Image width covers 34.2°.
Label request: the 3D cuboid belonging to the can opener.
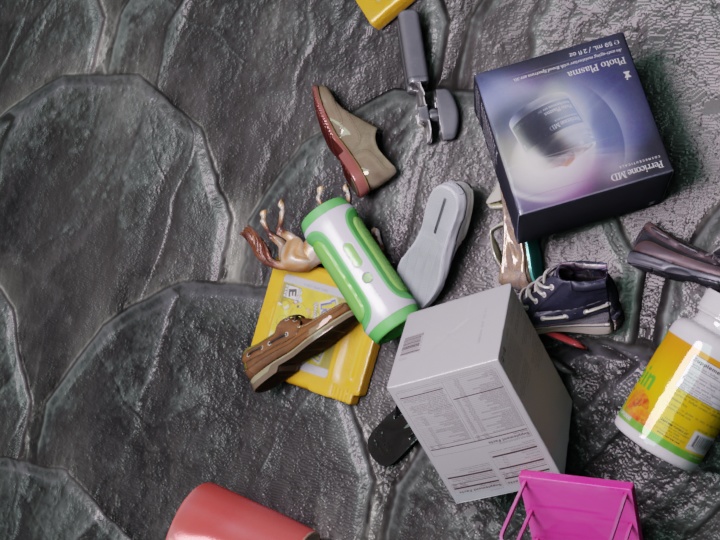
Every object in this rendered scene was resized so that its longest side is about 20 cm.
[{"bbox_3d":[0.097,-0.277,1.679,0.066,0.053,0.201,-6,76,-5],"label":"can opener"}]

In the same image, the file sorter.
[{"bbox_3d":[0.251,0.358,1.374,0.138,0.126,0.201,2,123,29],"label":"file sorter"}]

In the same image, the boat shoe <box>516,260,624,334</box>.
[{"bbox_3d":[0.233,0.031,1.496,0.199,0.093,0.075,-4,42,16],"label":"boat shoe"}]

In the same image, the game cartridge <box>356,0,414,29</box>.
[{"bbox_3d":[0.056,-0.485,1.729,0.200,0.032,0.177,-39,65,19],"label":"game cartridge"}]

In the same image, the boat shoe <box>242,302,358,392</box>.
[{"bbox_3d":[-0.092,0.094,1.665,0.200,0.072,0.068,-35,69,19],"label":"boat shoe"}]

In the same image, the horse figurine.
[{"bbox_3d":[-0.071,-0.049,1.700,0.199,0.050,0.133,-17,75,-5],"label":"horse figurine"}]

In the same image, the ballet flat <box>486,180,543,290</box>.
[{"bbox_3d":[0.203,-0.072,1.568,0.067,0.068,0.202,-8,76,35],"label":"ballet flat"}]

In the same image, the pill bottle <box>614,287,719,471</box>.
[{"bbox_3d":[0.400,0.127,1.396,0.111,0.111,0.201,33,98,29],"label":"pill bottle"}]

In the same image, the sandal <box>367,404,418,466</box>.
[{"bbox_3d":[0.079,0.190,1.601,0.200,0.045,0.075,-50,62,13],"label":"sandal"}]

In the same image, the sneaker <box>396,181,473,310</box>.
[{"bbox_3d":[0.110,-0.032,1.612,0.073,0.071,0.201,36,120,25],"label":"sneaker"}]

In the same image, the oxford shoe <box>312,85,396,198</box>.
[{"bbox_3d":[-0.012,-0.199,1.719,0.074,0.071,0.201,-25,66,-5],"label":"oxford shoe"}]

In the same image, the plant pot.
[{"bbox_3d":[-0.157,0.411,1.622,0.176,0.200,0.202,10,86,21],"label":"plant pot"}]

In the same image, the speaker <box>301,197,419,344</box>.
[{"bbox_3d":[0.000,0.000,1.614,0.088,0.088,0.201,-38,75,18],"label":"speaker"}]

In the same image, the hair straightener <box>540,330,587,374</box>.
[{"bbox_3d":[0.198,0.095,1.553,0.199,0.041,0.077,24,93,29],"label":"hair straightener"}]

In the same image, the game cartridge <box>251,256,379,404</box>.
[{"bbox_3d":[-0.061,0.086,1.705,0.199,0.032,0.178,15,89,31],"label":"game cartridge"}]

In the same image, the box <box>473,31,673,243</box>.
[{"bbox_3d":[0.265,-0.166,1.480,0.199,0.123,0.200,-16,74,2],"label":"box"}]

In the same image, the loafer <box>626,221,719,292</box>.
[{"bbox_3d":[0.425,-0.012,1.432,0.199,0.072,0.063,17,86,33],"label":"loafer"}]

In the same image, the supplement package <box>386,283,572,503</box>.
[{"bbox_3d":[0.153,0.155,1.452,0.150,0.201,0.152,-18,28,25],"label":"supplement package"}]
